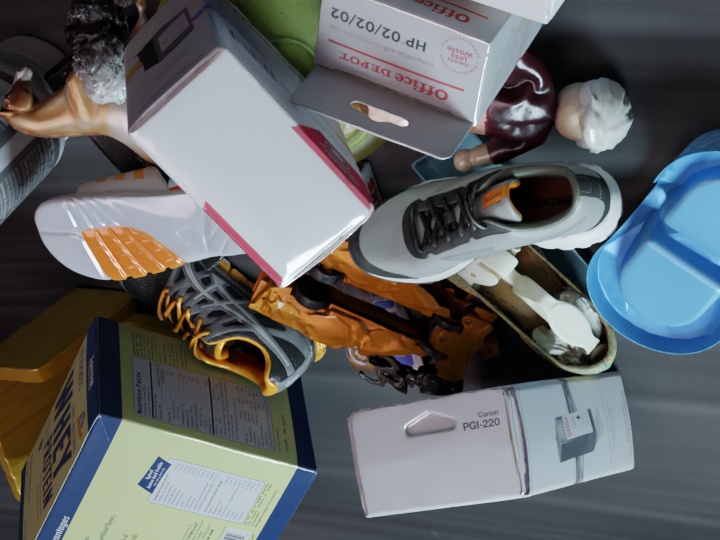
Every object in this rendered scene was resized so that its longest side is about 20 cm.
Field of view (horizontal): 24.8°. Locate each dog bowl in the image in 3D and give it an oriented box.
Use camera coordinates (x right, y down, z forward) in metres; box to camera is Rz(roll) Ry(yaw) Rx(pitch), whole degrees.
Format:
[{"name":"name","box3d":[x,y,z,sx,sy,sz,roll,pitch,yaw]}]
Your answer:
[{"name":"dog bowl","box3d":[0.242,-0.023,1.165,0.111,0.050,0.200,33,136,1]}]

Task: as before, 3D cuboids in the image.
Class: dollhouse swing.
[{"name":"dollhouse swing","box3d":[-0.215,0.145,1.516,0.175,0.182,0.201,21,137,36]}]

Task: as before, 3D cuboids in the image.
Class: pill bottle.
[{"name":"pill bottle","box3d":[-0.310,-0.098,1.322,0.113,0.200,0.113,17,134,18]}]

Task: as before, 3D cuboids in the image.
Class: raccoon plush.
[{"name":"raccoon plush","box3d":[-0.146,-0.230,1.153,0.134,0.097,0.201,-18,86,45]}]

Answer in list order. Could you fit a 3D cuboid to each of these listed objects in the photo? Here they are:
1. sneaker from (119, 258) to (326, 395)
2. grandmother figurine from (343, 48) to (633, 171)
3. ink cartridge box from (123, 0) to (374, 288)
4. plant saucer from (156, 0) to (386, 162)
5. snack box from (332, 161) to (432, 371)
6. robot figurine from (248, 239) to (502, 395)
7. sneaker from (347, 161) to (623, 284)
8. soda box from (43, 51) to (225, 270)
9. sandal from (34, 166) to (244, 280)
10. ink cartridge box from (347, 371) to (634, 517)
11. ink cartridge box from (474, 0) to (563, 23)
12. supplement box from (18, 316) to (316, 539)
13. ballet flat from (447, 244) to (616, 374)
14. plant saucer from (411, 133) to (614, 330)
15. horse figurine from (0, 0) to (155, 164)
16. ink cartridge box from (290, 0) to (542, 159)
[{"name":"sneaker","box3d":[-0.130,0.040,1.426,0.199,0.077,0.078,25,138,12]},{"name":"grandmother figurine","box3d":[0.090,-0.120,1.140,0.199,0.061,0.121,8,147,3]},{"name":"ink cartridge box","box3d":[-0.078,-0.097,1.077,0.086,0.200,0.148,-42,112,8]},{"name":"plant saucer","box3d":[-0.054,-0.149,1.187,0.199,0.031,0.201,1,121,2]},{"name":"snack box","box3d":[0.000,0.000,1.349,0.072,0.024,0.201,0,127,27]},{"name":"robot figurine","box3d":[0.022,0.021,1.299,0.199,0.058,0.145,22,124,-10]},{"name":"sneaker","box3d":[0.081,-0.042,1.160,0.199,0.079,0.074,-13,77,20]},{"name":"soda box","box3d":[-0.164,-0.099,1.315,0.200,0.071,0.063,51,177,-16]},{"name":"sandal","box3d":[-0.145,-0.044,1.264,0.206,0.059,0.079,-5,127,8]},{"name":"ink cartridge box","box3d":[0.105,0.131,1.260,0.145,0.200,0.085,-13,82,31]},{"name":"ink cartridge box","box3d":[0.058,-0.268,0.987,0.199,0.147,0.145,21,136,15]},{"name":"supplement box","box3d":[-0.174,0.178,1.442,0.199,0.134,0.200,18,120,-21]},{"name":"ballet flat","box3d":[0.117,0.007,1.225,0.200,0.071,0.071,42,137,-11]},{"name":"plant saucer","box3d":[0.127,-0.025,1.256,0.200,0.019,0.070,47,135,-14]},{"name":"horse figurine","box3d":[-0.163,-0.133,1.249,0.199,0.050,0.133,24,94,-15]},{"name":"ink cartridge box","box3d":[0.048,-0.167,1.044,0.115,0.200,0.068,21,136,13]}]
